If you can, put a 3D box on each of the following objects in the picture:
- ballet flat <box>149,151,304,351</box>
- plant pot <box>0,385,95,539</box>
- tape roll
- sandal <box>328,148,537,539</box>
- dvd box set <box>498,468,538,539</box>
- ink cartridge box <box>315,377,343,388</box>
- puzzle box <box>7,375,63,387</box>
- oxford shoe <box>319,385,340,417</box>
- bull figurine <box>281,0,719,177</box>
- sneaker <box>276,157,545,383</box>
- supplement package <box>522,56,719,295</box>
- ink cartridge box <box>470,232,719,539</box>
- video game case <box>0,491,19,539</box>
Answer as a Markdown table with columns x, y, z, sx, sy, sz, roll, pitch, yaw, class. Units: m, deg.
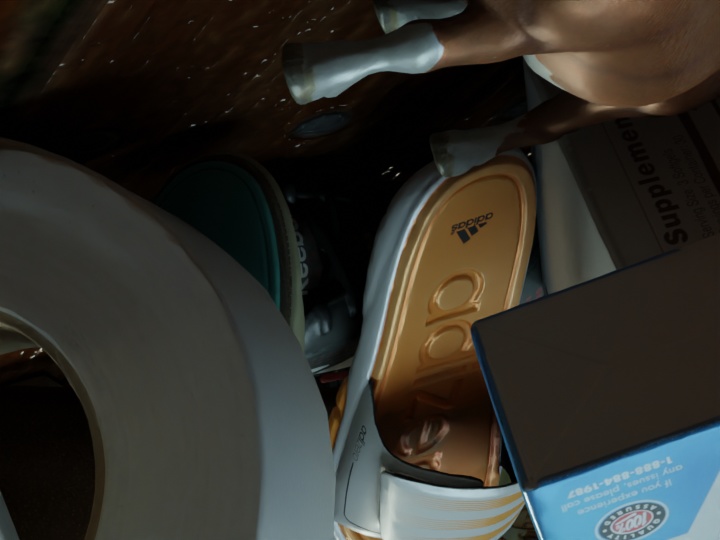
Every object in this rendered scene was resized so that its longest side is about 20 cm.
| x | y | z | sx | sy | sz | roll | pitch | yaw | class |
| --- | --- | --- | --- | --- | --- | --- | --- | --- | --- |
| -0.052 | 0.063 | 0.632 | 0.069 | 0.200 | 0.069 | 8 | 172 | 1 | ballet flat |
| -0.134 | 0.128 | 0.780 | 0.198 | 0.200 | 0.200 | 8 | 162 | -7 | plant pot |
| -0.111 | 0.065 | 0.577 | 0.202 | 0.203 | 0.071 | -18 | 165 | 13 | tape roll |
| 0.033 | 0.050 | 0.673 | 0.079 | 0.059 | 0.207 | -18 | 139 | -22 | sandal |
| 0.073 | 0.135 | 0.801 | 0.200 | 0.146 | 0.029 | 2 | 134 | 34 | dvd box set |
| 0.010 | 0.094 | 1.042 | 0.200 | 0.084 | 0.146 | -15 | 166 | -1 | ink cartridge box |
| -0.191 | 0.097 | 0.970 | 0.133 | 0.025 | 0.200 | -15 | 166 | 1 | puzzle box |
| -0.069 | 0.087 | 0.939 | 0.200 | 0.084 | 0.073 | -9 | 167 | -11 | oxford shoe |
| 0.050 | -0.075 | 0.481 | 0.121 | 0.065 | 0.200 | -15 | 164 | 17 | bull figurine |
| 0.000 | 0.000 | 0.700 | 0.200 | 0.071 | 0.098 | -16 | 164 | -2 | sneaker |
| 0.165 | -0.018 | 0.631 | 0.200 | 0.117 | 0.117 | -14 | 135 | -3 | supplement package |
| 0.114 | 0.083 | 0.580 | 0.116 | 0.067 | 0.200 | -20 | 133 | 1 | ink cartridge box |
| -0.227 | 0.087 | 0.676 | 0.200 | 0.143 | 0.017 | -17 | -167 | 7 | video game case |
